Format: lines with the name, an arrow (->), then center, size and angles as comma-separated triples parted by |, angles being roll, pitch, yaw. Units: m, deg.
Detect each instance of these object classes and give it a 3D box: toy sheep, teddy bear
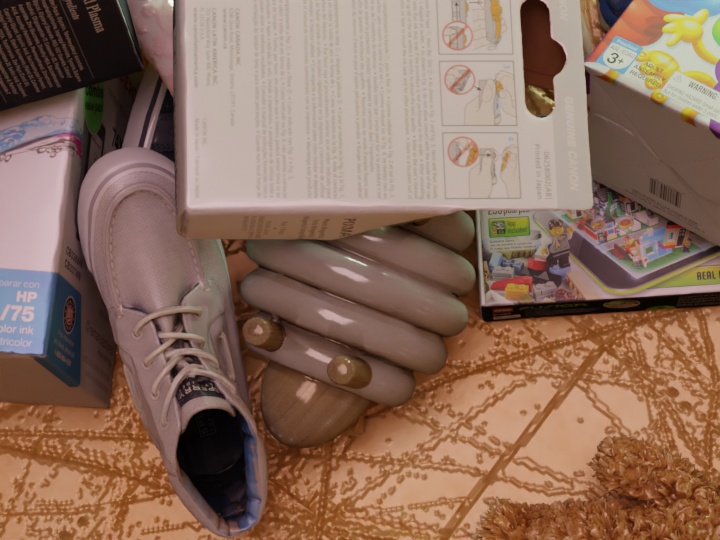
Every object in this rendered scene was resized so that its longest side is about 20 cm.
toy sheep -> 0.000, 0.000, 1.021 | 0.138, 0.138, 0.200 | 25, 89, 11
teddy bear -> 0.156, 0.154, 1.002 | 0.199, 0.067, 0.145 | 5, 79, 7

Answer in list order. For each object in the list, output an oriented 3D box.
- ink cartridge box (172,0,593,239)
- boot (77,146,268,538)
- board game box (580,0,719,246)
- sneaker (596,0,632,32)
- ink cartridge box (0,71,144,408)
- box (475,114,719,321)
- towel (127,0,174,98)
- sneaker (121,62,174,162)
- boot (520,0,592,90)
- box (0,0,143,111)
ink cartridge box -> 0.007, -0.098, 0.958 | 0.199, 0.057, 0.163 | 1, 76, -11
boot -> -0.087, 0.040, 0.984 | 0.073, 0.200, 0.096 | -21, 31, -8
board game box -> 0.212, -0.127, 1.017 | 0.105, 0.103, 0.200 | 29, 67, 21
sneaker -> 0.193, -0.224, 1.083 | 0.078, 0.089, 0.200 | 20, 79, 9
ink cartridge box -> -0.209, -0.040, 1.045 | 0.146, 0.147, 0.201 | 3, 77, 7
box -> 0.162, -0.034, 1.065 | 0.199, 0.035, 0.110 | -4, 75, 4
towel -> -0.068, -0.191, 1.055 | 0.191, 0.032, 0.200 | -21, 65, -32
sneaker -> -0.069, -0.112, 1.085 | 0.079, 0.078, 0.200 | 17, 76, 15
boot -> 0.091, -0.182, 1.058 | 0.200, 0.146, 0.070 | 51, 128, 18
box -> -0.222, -0.179, 0.954 | 0.182, 0.104, 0.200 | -16, 67, -1
